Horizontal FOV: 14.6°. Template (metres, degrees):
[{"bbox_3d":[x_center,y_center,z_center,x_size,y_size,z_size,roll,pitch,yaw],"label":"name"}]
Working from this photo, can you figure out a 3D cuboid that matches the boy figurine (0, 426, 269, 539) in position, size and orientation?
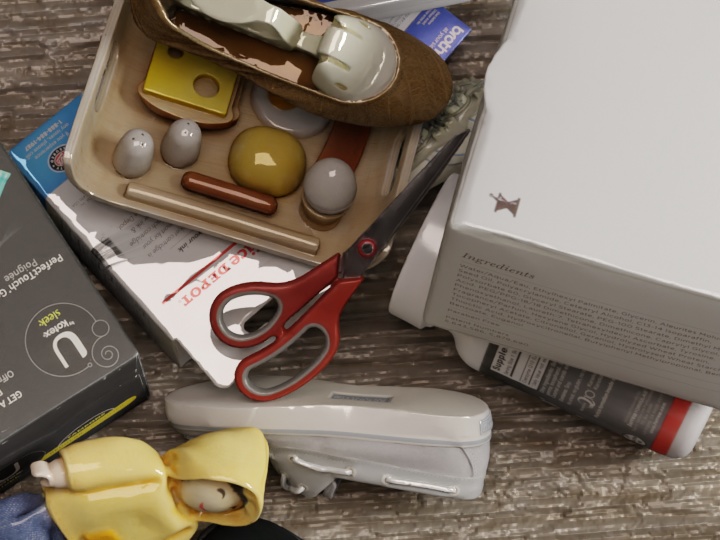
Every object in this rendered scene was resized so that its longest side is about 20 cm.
[{"bbox_3d":[-0.144,0.149,1.647,0.200,0.124,0.064,-18,39,3],"label":"boy figurine"}]

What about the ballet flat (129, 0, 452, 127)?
[{"bbox_3d":[-0.041,-0.137,1.637,0.200,0.072,0.068,23,81,0],"label":"ballet flat"}]

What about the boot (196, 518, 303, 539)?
[{"bbox_3d":[-0.021,0.205,1.606,0.073,0.162,0.198,-40,79,-12],"label":"boot"}]

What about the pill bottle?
[{"bbox_3d":[0.127,0.023,1.685,0.200,0.116,0.116,25,75,6],"label":"pill bottle"}]

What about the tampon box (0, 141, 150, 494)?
[{"bbox_3d":[-0.241,0.023,1.672,0.150,0.126,0.200,-32,78,-9],"label":"tampon box"}]

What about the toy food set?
[{"bbox_3d":[-0.065,-0.093,1.677,0.200,0.060,0.144,17,61,-5],"label":"toy food set"}]

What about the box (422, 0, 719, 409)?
[{"bbox_3d":[0.159,-0.053,1.589,0.200,0.131,0.199,16,63,2],"label":"box"}]

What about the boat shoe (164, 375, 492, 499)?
[{"bbox_3d":[-0.020,0.104,1.687,0.200,0.072,0.069,2,104,6],"label":"boat shoe"}]

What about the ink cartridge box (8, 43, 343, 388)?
[{"bbox_3d":[-0.108,-0.025,1.718,0.116,0.068,0.200,-40,78,-12],"label":"ink cartridge box"}]

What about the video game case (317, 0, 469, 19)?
[{"bbox_3d":[-0.030,-0.234,1.757,0.143,0.018,0.200,-13,57,-24],"label":"video game case"}]

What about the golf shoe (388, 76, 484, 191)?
[{"bbox_3d":[0.090,-0.084,1.738,0.200,0.078,0.097,-38,109,5],"label":"golf shoe"}]

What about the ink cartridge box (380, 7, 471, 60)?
[{"bbox_3d":[-0.043,-0.165,1.774,0.200,0.042,0.119,38,77,11],"label":"ink cartridge box"}]

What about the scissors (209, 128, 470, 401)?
[{"bbox_3d":[0.000,0.000,1.640,0.200,0.014,0.073,-35,95,7],"label":"scissors"}]
